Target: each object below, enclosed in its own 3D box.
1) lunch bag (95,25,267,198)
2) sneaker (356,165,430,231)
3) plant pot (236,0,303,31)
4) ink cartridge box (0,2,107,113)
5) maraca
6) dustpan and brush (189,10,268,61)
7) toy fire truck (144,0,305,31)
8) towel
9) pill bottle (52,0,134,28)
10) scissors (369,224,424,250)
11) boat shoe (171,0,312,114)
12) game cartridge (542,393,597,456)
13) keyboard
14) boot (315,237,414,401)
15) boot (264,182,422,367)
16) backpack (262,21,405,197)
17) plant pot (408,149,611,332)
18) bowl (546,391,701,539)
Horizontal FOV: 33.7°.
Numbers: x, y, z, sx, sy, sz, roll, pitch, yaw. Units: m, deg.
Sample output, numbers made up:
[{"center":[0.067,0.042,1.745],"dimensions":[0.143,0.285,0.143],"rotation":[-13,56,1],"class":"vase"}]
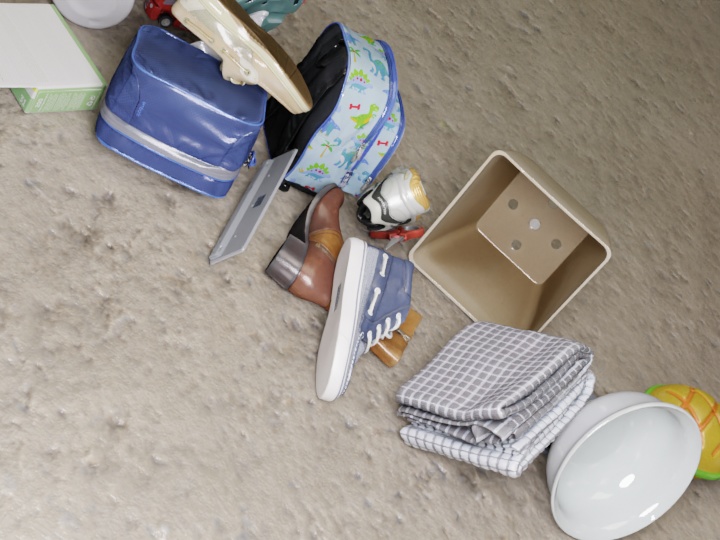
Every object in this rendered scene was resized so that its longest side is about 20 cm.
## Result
[{"center":[-0.208,-0.178,1.420],"dimensions":[0.198,0.133,0.136],"rotation":[26,29,-15],"class":"lunch bag"},{"center":[0.032,-0.090,1.550],"dimensions":[0.200,0.087,0.076],"rotation":[122,-55,-86],"class":"sneaker"},{"center":[-0.173,-0.408,1.518],"dimensions":[0.199,0.200,0.198],"rotation":[-18,78,-50],"class":"plant pot"},{"center":[-0.413,-0.250,1.385],"dimensions":[0.199,0.048,0.146],"rotation":[-13,60,-47],"class":"ink cartridge box"},{"center":[0.457,0.224,1.600],"dimensions":[0.198,0.107,0.138],"rotation":[26,45,-18],"class":"maraca"},{"center":[-0.178,-0.273,1.489],"dimensions":[0.139,0.199,0.058],"rotation":[-11,90,-46],"class":"dustpan and brush"},{"center":[-0.185,-0.385,1.654],"dimensions":[0.198,0.141,0.049],"rotation":[12,43,-32],"class":"toy fire truck"},{"center":[0.153,0.135,1.362],"dimensions":[0.164,0.087,0.199],"rotation":[12,33,39],"class":"towel"},{"center":[-0.345,-0.419,1.574],"dimensions":[0.110,0.112,0.201],"rotation":[22,39,-22],"class":"pill bottle"},{"center":[0.053,-0.043,1.508],"dimensions":[0.072,0.014,0.200],"rotation":[-2,7,-4],"class":"scissors"},{"center":[-0.138,-0.255,1.407],"dimensions":[0.200,0.065,0.072],"rotation":[45,18,-19],"class":"boat shoe"},{"center":[0.226,0.169,1.518],"dimensions":[0.198,0.041,0.134],"rotation":[28,33,-16],"class":"game cartridge"},{"center":[-0.127,-0.080,1.432],"dimensions":[0.011,0.056,0.201],"rotation":[56,36,-29],"class":"keyboard"},{"center":[0.010,0.062,1.363],"dimensions":[0.089,0.073,0.202],"rotation":[18,64,-15],"class":"boot"},{"center":[0.000,0.000,1.469],"dimensions":[0.199,0.069,0.189],"rotation":[36,35,-7],"class":"boot"},{"center":[-0.026,-0.210,1.557],"dimensions":[0.146,0.200,0.184],"rotation":[17,40,-28],"class":"backpack"},{"center":[0.218,-0.044,1.618],"dimensions":[0.200,0.200,0.177],"rotation":[42,25,4],"class":"plant pot"},{"center":[0.297,0.216,1.415],"dimensions":[0.199,0.203,0.091],"rotation":[16,23,-29],"class":"bowl"}]
